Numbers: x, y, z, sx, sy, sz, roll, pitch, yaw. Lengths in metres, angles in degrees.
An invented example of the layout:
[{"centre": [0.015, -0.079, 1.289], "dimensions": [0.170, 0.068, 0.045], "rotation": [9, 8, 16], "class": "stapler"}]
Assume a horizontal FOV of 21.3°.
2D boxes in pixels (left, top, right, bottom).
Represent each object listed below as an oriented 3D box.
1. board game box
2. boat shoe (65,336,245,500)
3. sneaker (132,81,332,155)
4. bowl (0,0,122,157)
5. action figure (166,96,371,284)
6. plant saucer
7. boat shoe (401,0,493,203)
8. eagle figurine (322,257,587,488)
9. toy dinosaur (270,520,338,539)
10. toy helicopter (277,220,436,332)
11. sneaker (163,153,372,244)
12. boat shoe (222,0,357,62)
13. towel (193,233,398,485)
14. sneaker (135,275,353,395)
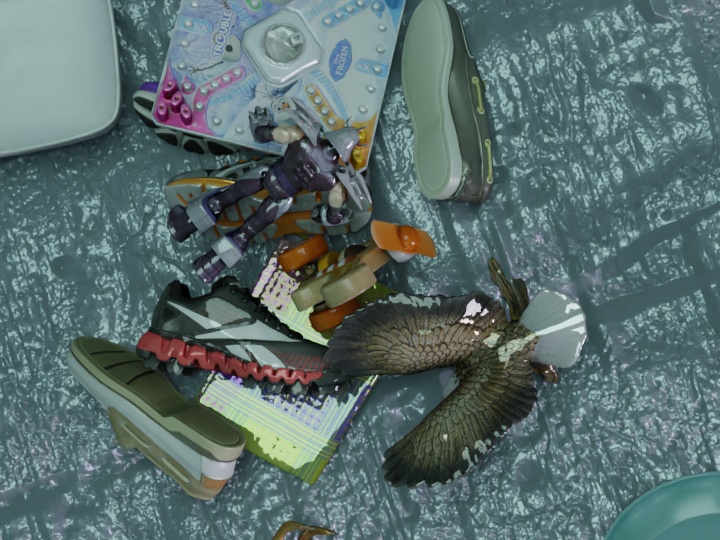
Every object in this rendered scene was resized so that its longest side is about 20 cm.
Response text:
[{"centre": [-0.070, -0.205, 1.728], "dimensions": [0.199, 0.026, 0.201], "rotation": [13, 74, -1], "class": "board game box"}, {"centre": [-0.196, 0.133, 1.729], "dimensions": [0.200, 0.075, 0.069], "rotation": [35, 114, 26], "class": "boat shoe"}, {"centre": [-0.111, -0.157, 1.779], "dimensions": [0.199, 0.081, 0.084], "rotation": [3, 64, 0], "class": "sneaker"}, {"centre": [-0.320, -0.202, 1.797], "dimensions": [0.199, 0.075, 0.201], "rotation": [-10, 81, 4], "class": "bowl"}, {"centre": [-0.076, -0.075, 1.670], "dimensions": [0.200, 0.069, 0.130], "rotation": [-33, 95, 19], "class": "action figure"}, {"centre": [0.304, 0.261, 1.638], "dimensions": [0.199, 0.036, 0.200], "rotation": [-11, 42, 10], "class": "plant saucer"}, {"centre": [0.083, -0.156, 1.754], "dimensions": [0.060, 0.072, 0.202], "rotation": [10, 65, -33], "class": "boat shoe"}, {"centre": [0.090, 0.088, 1.673], "dimensions": [0.152, 0.200, 0.151], "rotation": [31, 129, 41], "class": "eagle figurine"}, {"centre": [-0.068, 0.276, 1.704], "dimensions": [0.199, 0.060, 0.107], "rotation": [14, 84, 8], "class": "toy dinosaur"}, {"centre": [0.000, 0.000, 1.646], "dimensions": [0.132, 0.200, 0.079], "rotation": [-27, 96, 3], "class": "toy helicopter"}, {"centre": [-0.082, -0.075, 1.759], "dimensions": [0.199, 0.078, 0.077], "rotation": [1, 51, 11], "class": "sneaker"}, {"centre": [-0.083, -0.252, 1.785], "dimensions": [0.200, 0.072, 0.069], "rotation": [24, 69, 12], "class": "boat shoe"}, {"centre": [-0.052, 0.079, 1.752], "dimensions": [0.143, 0.023, 0.200], "rotation": [28, 86, 9], "class": "towel"}, {"centre": [-0.098, 0.057, 1.712], "dimensions": [0.200, 0.071, 0.098], "rotation": [11, 85, 9], "class": "sneaker"}]
